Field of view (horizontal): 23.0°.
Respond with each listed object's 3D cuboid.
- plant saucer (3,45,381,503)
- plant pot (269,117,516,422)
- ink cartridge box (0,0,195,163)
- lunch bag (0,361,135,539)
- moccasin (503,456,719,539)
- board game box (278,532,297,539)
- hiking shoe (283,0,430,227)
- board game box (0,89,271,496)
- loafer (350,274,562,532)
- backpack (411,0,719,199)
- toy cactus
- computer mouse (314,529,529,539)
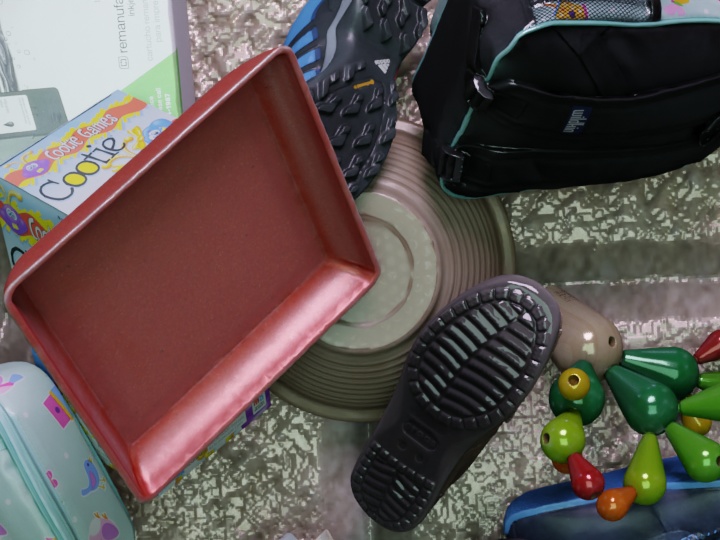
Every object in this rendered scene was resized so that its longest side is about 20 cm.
[{"bbox_3d":[-0.091,0.001,0.964,0.200,0.200,0.037,-43,52,-17],"label":"plant saucer"},{"bbox_3d":[0.000,0.000,1.118,0.200,0.093,0.202,0,93,2],"label":"plant pot"},{"bbox_3d":[-0.209,-0.123,1.123,0.199,0.084,0.146,-5,92,2],"label":"ink cartridge box"},{"bbox_3d":[-0.251,0.147,1.098,0.199,0.077,0.161,-22,101,32],"label":"lunch bag"},{"bbox_3d":[0.194,0.160,1.133,0.199,0.080,0.069,-12,97,17],"label":"moccasin"},{"bbox_3d":[-0.023,0.288,1.106,0.200,0.064,0.148,41,112,10],"label":"board game box"},{"bbox_3d":[-0.020,-0.106,1.091,0.074,0.087,0.201,37,65,-25],"label":"hiking shoe"},{"bbox_3d":[-0.131,0.015,1.051,0.103,0.201,0.105,27,49,33],"label":"board game box"},{"bbox_3d":[0.060,0.073,1.086,0.073,0.071,0.200,42,123,9],"label":"loafer"},{"bbox_3d":[0.142,-0.136,1.066,0.199,0.176,0.154,1,55,-13],"label":"backpack"},{"bbox_3d":[0.165,0.066,1.096,0.199,0.103,0.165,-20,51,-34],"label":"toy cactus"},{"bbox_3d":[0.033,0.207,1.135,0.200,0.046,0.141,-41,94,24],"label":"computer mouse"}]
